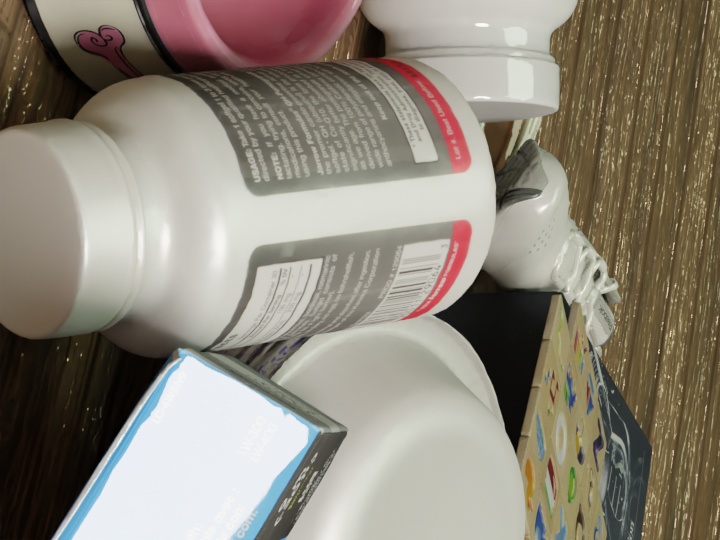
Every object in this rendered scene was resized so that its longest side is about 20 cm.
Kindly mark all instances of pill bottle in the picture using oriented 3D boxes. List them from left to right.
[{"bbox_3d":[-0.052,-0.024,1.188,0.200,0.111,0.111,-8,97,-41],"label":"pill bottle"},{"bbox_3d":[0.055,-0.180,1.530,0.116,0.116,0.200,10,80,-68],"label":"pill bottle"}]

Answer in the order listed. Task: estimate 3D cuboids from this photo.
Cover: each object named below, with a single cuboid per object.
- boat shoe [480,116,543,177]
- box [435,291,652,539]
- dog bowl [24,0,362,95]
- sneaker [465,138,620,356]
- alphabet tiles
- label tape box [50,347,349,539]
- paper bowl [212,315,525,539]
[{"bbox_3d":[0.061,-0.125,1.623,0.072,0.076,0.200,21,75,-31],"label":"boat shoe"},{"bbox_3d":[0.072,0.141,1.570,0.182,0.104,0.200,54,40,-53],"label":"box"},{"bbox_3d":[-0.057,-0.163,1.246,0.200,0.074,0.201,-26,121,-54],"label":"dog bowl"},{"bbox_3d":[0.100,-0.003,1.581,0.075,0.087,0.200,-55,166,-17],"label":"sneaker"},{"bbox_3d":[0.098,0.118,1.462,0.200,0.006,0.167,-74,157,-47],"label":"alphabet tiles"},{"bbox_3d":[-0.072,0.105,1.113,0.143,0.066,0.200,-59,177,0],"label":"label tape box"},{"bbox_3d":[-0.006,0.111,1.295,0.200,0.104,0.201,-13,108,-46],"label":"paper bowl"}]
